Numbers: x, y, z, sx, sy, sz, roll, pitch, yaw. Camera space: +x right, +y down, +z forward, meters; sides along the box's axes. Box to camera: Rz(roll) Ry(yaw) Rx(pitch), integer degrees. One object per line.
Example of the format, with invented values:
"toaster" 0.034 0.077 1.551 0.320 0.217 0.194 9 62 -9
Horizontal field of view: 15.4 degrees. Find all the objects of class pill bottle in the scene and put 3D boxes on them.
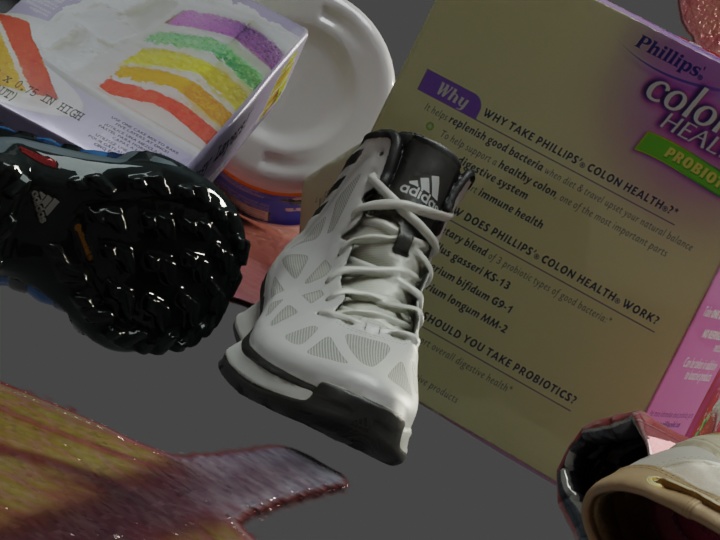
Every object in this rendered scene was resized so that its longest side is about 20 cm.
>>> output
"pill bottle" -0.039 -0.084 1.485 0.112 0.113 0.200 27 -7 2

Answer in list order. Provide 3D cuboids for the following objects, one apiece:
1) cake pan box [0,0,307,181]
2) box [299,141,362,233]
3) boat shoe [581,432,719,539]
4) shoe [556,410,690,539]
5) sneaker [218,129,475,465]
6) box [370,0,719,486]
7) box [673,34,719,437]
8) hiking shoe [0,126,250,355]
"cake pan box" -0.145 -0.103 1.232 0.199 0.053 0.184 29 33 6
"box" 0.067 -0.001 1.390 0.199 0.069 0.082 22 -34 -31
"boat shoe" 0.144 0.131 0.883 0.069 0.074 0.200 -7 36 -34
"shoe" 0.146 0.110 1.026 0.091 0.072 0.200 20 6 -21
"sneaker" 0.000 0.000 1.064 0.075 0.116 0.201 25 7 -12
"box" 0.092 -0.021 1.221 0.175 0.201 0.097 29 7 20
"box" 0.155 -0.001 1.301 0.099 0.201 0.095 30 5 22
"hiking shoe" -0.121 -0.026 0.965 0.087 0.075 0.199 34 9 39
